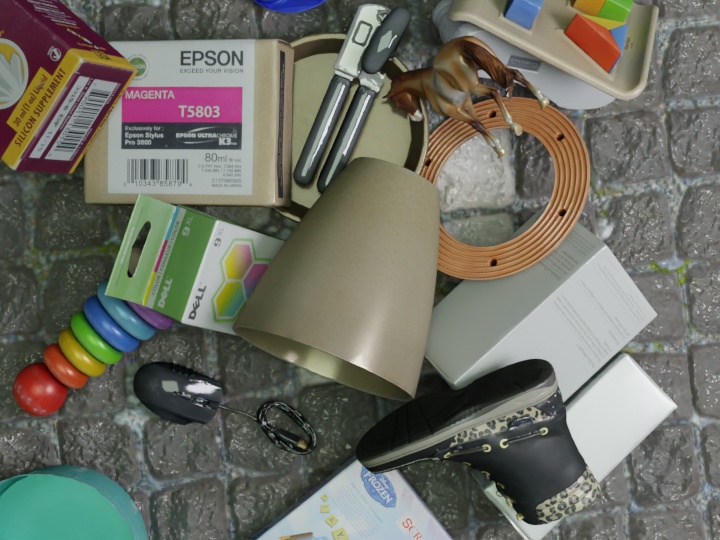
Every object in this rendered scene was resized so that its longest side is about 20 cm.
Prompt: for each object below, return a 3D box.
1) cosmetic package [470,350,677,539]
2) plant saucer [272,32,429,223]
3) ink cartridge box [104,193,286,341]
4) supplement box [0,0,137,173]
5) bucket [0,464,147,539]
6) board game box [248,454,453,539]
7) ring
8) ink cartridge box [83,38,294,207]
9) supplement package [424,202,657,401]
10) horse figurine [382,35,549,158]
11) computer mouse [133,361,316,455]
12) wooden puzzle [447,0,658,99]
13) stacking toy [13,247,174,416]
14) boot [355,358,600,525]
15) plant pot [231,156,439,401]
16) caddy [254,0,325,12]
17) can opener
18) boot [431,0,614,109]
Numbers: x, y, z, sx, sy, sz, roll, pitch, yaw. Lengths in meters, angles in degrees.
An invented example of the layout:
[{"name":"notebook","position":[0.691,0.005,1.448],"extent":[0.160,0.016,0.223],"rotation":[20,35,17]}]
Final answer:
[{"name":"cosmetic package","position":[0.213,0.172,1.503],"extent":[0.200,0.113,0.081],"rotation":[-42,94,1]},{"name":"plant saucer","position":[-0.029,-0.142,1.519],"extent":[0.199,0.029,0.201],"rotation":[0,91,-2]},{"name":"ink cartridge box","position":[-0.146,0.001,1.441],"extent":[0.059,0.200,0.104],"rotation":[21,91,36]},{"name":"supplement box","position":[-0.337,-0.203,1.427],"extent":[0.200,0.103,0.131],"rotation":[40,106,17]},{"name":"bucket","position":[-0.304,0.290,1.469],"extent":[0.206,0.135,0.208],"rotation":[0,91,-3]},{"name":"board game box","position":[-0.001,0.314,1.531],"extent":[0.199,0.041,0.200],"rotation":[-38,93,-1]},{"name":"ring","position":[0.135,-0.082,1.487],"extent":[0.200,0.019,0.201],"rotation":[-11,64,24]},{"name":"ink cartridge box","position":[-0.170,-0.145,1.475],"extent":[0.199,0.075,0.165],"rotation":[0,92,10]},{"name":"supplement package","position":[0.168,0.054,1.475],"extent":[0.200,0.117,0.117],"rotation":[-42,125,-1]},{"name":"horse figurine","position":[0.103,-0.171,1.413],"extent":[0.133,0.200,0.050],"rotation":[43,72,1]},{"name":"computer mouse","position":[-0.138,0.144,1.523],"extent":[0.199,0.034,0.059],"rotation":[19,90,-4]},{"name":"wooden puzzle","position":[0.198,-0.263,1.461],"extent":[0.200,0.185,0.046],"rotation":[23,130,-1]},{"name":"stacking toy","position":[-0.269,0.072,1.495],"extent":[0.200,0.085,0.085],"rotation":[-43,93,3]},{"name":"boot","position":[0.114,0.184,1.397],"extent":[0.203,0.074,0.154],"rotation":[-23,115,11]},{"name":"plant pot","position":[0.000,0.000,1.438],"extent":[0.187,0.187,0.200],"rotation":[23,78,-3]},{"name":"caddy","position":[-0.079,-0.359,1.478],"extent":[0.141,0.105,0.201],"rotation":[-4,92,21]},{"name":"can opener","position":[-0.012,-0.174,1.477],"extent":[0.053,0.066,0.200],"rotation":[23,95,-3]},{"name":"boot","position":[0.168,-0.228,1.502],"extent":[0.200,0.096,0.074],"rotation":[14,122,-25]}]
